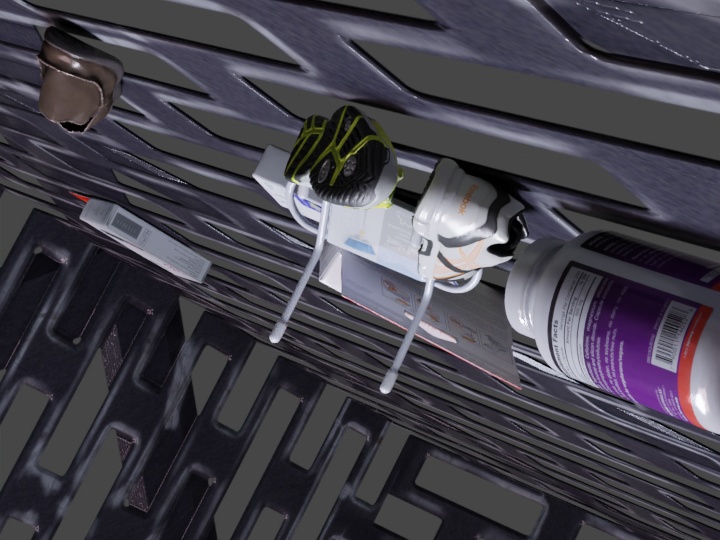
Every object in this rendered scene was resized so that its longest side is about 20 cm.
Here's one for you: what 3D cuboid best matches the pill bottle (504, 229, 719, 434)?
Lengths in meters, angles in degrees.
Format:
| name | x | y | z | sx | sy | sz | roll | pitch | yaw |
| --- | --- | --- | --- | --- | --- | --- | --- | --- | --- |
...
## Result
| name | x | y | z | sx | sy | sz | roll | pitch | yaw |
| --- | --- | --- | --- | --- | --- | --- | --- | --- | --- |
| pill bottle | 0.203 | 0.037 | 1.271 | 0.200 | 0.113 | 0.112 | 21 | 170 | 42 |

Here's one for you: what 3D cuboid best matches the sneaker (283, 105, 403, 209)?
| name | x | y | z | sx | sy | sz | roll | pitch | yaw |
| --- | --- | --- | --- | --- | --- | --- | --- | --- | --- |
| sneaker | 0.003 | -0.081 | 1.368 | 0.076 | 0.075 | 0.200 | 22 | -176 | -17 |

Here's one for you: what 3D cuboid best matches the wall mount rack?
| name | x | y | z | sx | sy | sz | roll | pitch | yaw |
| --- | --- | --- | --- | --- | --- | --- | --- | --- | --- |
| wall mount rack | 0.000 | 0.000 | 1.560 | 0.200 | 0.174 | 0.075 | 24 | -145 | 21 |

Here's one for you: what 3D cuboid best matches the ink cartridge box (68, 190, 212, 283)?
| name | x | y | z | sx | sy | sz | roll | pitch | yaw |
| --- | --- | --- | --- | --- | --- | --- | --- | --- | --- |
| ink cartridge box | -0.355 | -0.054 | 2.810 | 0.200 | 0.044 | 0.174 | 33 | 169 | -35 |

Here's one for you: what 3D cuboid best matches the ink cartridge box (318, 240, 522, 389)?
| name | x | y | z | sx | sy | sz | roll | pitch | yaw |
| --- | --- | --- | --- | --- | --- | --- | --- | --- | --- |
| ink cartridge box | 0.055 | 0.038 | 1.704 | 0.200 | 0.045 | 0.176 | 28 | -154 | -15 |

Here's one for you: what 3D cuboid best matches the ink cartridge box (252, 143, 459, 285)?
| name | x | y | z | sx | sy | sz | roll | pitch | yaw |
| --- | --- | --- | --- | --- | --- | --- | --- | --- | --- |
| ink cartridge box | 0.004 | -0.051 | 1.640 | 0.200 | 0.039 | 0.099 | 26 | 172 | 18 |

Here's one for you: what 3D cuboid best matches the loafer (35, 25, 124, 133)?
| name | x | y | z | sx | sy | sz | roll | pitch | yaw |
| --- | --- | --- | --- | --- | --- | --- | --- | --- | --- |
| loafer | -0.260 | -0.166 | 1.649 | 0.073 | 0.071 | 0.200 | 26 | 172 | 5 |

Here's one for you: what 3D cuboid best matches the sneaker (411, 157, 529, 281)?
| name | x | y | z | sx | sy | sz | roll | pitch | yaw |
| --- | --- | --- | --- | --- | --- | --- | --- | --- | --- |
| sneaker | 0.090 | -0.024 | 1.403 | 0.080 | 0.074 | 0.200 | 24 | 172 | 11 |
